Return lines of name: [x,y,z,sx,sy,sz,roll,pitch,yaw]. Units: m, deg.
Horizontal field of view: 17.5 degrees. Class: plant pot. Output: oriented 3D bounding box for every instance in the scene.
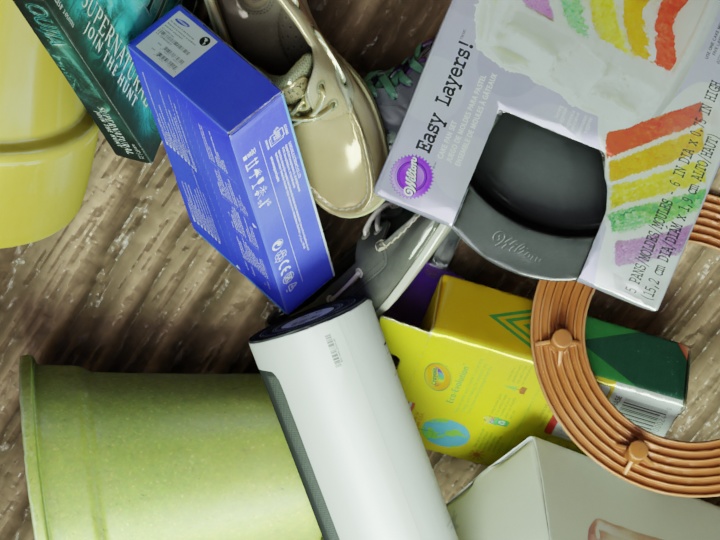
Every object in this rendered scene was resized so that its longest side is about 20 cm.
plant pot: [-0.117,0.143,1.516,0.184,0.200,0.201,-7,114,-4]
plant pot: [-0.240,-0.141,1.372,0.200,0.201,0.189,17,116,-3]

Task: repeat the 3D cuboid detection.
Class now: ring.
ring: [0.204,0.042,1.452,0.200,0.019,0.201,3,73,-8]

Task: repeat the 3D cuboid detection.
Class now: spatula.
spatula: [0.066,-0.038,1.496,0.056,0.021,0.200,25,111,-1]

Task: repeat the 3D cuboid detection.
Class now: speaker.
speaker: [0.003,0.121,1.432,0.081,0.081,0.200,-19,97,13]

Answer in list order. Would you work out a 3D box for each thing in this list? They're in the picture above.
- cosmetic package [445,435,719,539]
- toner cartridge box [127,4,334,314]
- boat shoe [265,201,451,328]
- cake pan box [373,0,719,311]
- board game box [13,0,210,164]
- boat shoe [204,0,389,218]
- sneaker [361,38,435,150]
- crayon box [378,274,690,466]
cosmetic package: [0.160,0.193,1.512,0.200,0.087,0.103,21,133,-30]
toner cartridge box: [-0.074,-0.063,1.391,0.043,0.095,0.200,-39,151,-15]
boat shoe: [0.000,0.000,1.474,0.057,0.067,0.200,38,133,-1]
cake pan box: [0.124,-0.094,1.362,0.184,0.052,0.200,24,93,5]
board game box: [-0.134,-0.165,1.341,0.028,0.136,0.200,15,161,18]
boat shoe: [-0.043,-0.112,1.371,0.072,0.065,0.200,-19,110,16]
sneaker: [0.023,-0.110,1.433,0.199,0.074,0.088,-2,121,7]
crayon box: [0.098,0.074,1.503,0.200,0.051,0.127,16,141,-5]
